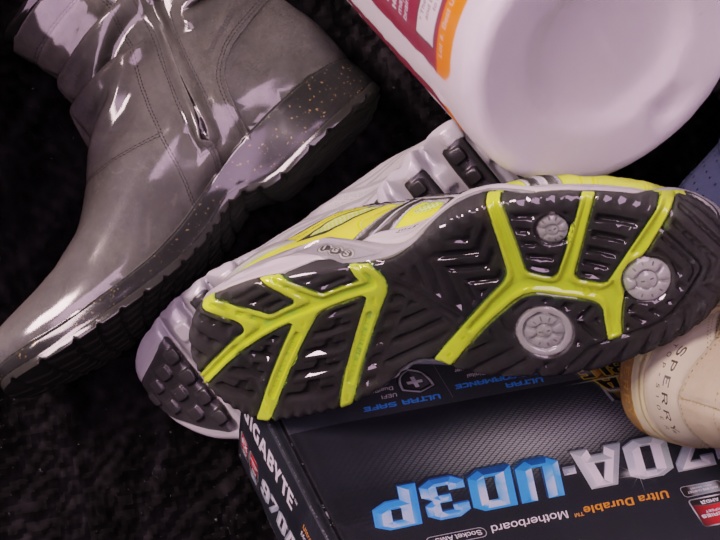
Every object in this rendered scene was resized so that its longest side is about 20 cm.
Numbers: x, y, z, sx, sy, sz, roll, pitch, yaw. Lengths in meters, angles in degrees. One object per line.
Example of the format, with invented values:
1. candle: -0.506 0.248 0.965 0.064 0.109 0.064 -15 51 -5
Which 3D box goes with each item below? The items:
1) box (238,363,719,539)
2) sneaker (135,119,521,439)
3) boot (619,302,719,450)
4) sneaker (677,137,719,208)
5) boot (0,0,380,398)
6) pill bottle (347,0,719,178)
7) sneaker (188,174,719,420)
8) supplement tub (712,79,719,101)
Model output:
1. box: 0.072 0.088 0.931 0.199 0.046 0.159 -8 42 -20
2. sneaker: 0.000 0.000 1.001 0.199 0.081 0.075 -31 101 18
3. boot: 0.211 0.043 0.874 0.199 0.155 0.073 -3 101 -22
4. sneaker: 0.169 -0.085 0.876 0.200 0.070 0.109 -37 128 9
5. boot: -0.100 -0.054 1.012 0.200 0.068 0.131 -43 81 -8
6. pill bottle: 0.045 -0.130 0.938 0.114 0.114 0.200 -36 44 -2
7. sneaker: 0.036 -0.004 0.905 0.199 0.076 0.076 -8 115 17
8. supplement tub: 0.184 -0.098 0.986 0.107 0.107 0.200 -35 88 -2
